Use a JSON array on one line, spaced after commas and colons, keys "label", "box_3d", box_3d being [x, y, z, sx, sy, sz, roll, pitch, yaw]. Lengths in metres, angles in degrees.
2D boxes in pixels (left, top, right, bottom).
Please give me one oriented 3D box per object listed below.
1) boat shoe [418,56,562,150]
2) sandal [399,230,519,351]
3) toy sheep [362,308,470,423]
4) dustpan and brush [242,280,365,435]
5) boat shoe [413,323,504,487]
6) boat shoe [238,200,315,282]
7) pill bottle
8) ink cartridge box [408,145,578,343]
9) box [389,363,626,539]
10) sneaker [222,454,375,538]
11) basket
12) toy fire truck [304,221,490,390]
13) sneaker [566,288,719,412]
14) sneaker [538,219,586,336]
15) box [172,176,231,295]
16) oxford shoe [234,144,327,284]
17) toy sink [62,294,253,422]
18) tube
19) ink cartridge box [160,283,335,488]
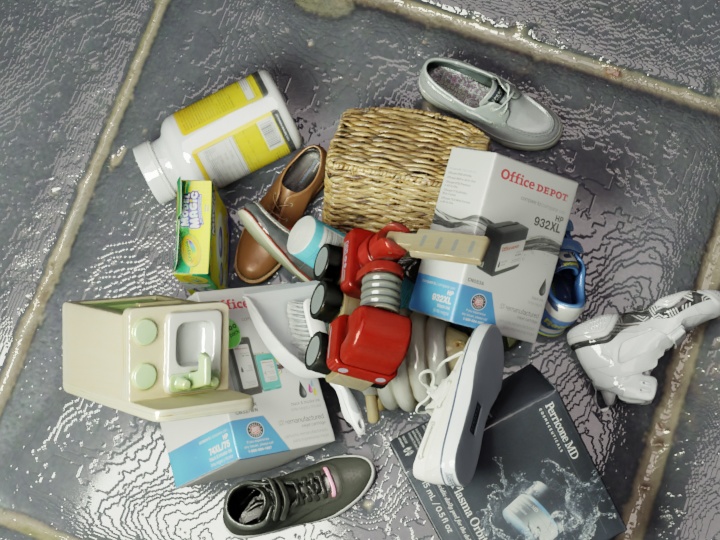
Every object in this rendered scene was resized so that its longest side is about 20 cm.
[{"label": "boat shoe", "box_3d": [0.164, -0.215, 1.722, 0.200, 0.072, 0.070, 25, 81, 9]}, {"label": "sandal", "box_3d": [0.125, 0.020, 1.678, 0.201, 0.057, 0.080, 40, 82, -6]}, {"label": "toy sheep", "box_3d": [0.050, 0.112, 1.636, 0.199, 0.138, 0.139, -6, 78, 8]}, {"label": "dustpan and brush", "box_3d": [-0.044, 0.101, 1.569, 0.057, 0.139, 0.201, -28, 76, 43]}, {"label": "boat shoe", "box_3d": [0.099, 0.147, 1.496, 0.086, 0.075, 0.203, -2, 55, 31]}, {"label": "boat shoe", "box_3d": [-0.068, -0.021, 1.671, 0.200, 0.071, 0.063, 44, 84, -18]}, {"label": "pill bottle", "box_3d": [-0.183, -0.165, 1.718, 0.199, 0.112, 0.112, -27, 77, -2]}, {"label": "ink cartridge box", "box_3d": [0.158, -0.030, 1.584, 0.145, 0.084, 0.201, 15, 90, -37]}, {"label": "box", "box_3d": [0.169, 0.250, 1.567, 0.199, 0.117, 0.197, -29, 102, -2]}, {"label": "sneaker", "box_3d": [-0.077, 0.271, 1.624, 0.199, 0.099, 0.071, -20, 75, -1]}, {"label": "basket", "box_3d": [0.057, -0.110, 1.714, 0.199, 0.149, 0.143, 10, 46, 6]}, {"label": "toy fire truck", "box_3d": [0.040, 0.026, 1.501, 0.128, 0.200, 0.177, 17, 60, -21]}, {"label": "sneaker", "box_3d": [0.361, 0.098, 1.643, 0.199, 0.075, 0.115, -17, 78, 6]}, {"label": "sneaker", "box_3d": [0.238, -0.024, 1.663, 0.074, 0.082, 0.201, -5, 76, -19]}, {"label": "box", "box_3d": [-0.194, -0.037, 1.646, 0.048, 0.200, 0.118, 0, 78, 5]}, {"label": "oxford shoe", "box_3d": [-0.104, -0.076, 1.715, 0.071, 0.071, 0.201, 27, 83, 7]}, {"label": "toy sink", "box_3d": [-0.221, 0.087, 1.474, 0.130, 0.200, 0.113, -4, 99, -40]}, {"label": "tube", "box_3d": [0.000, 0.000, 1.651, 0.200, 0.050, 0.078, 32, 90, -33]}, {"label": "ink cartridge box", "box_3d": [-0.150, 0.135, 1.607, 0.146, 0.146, 0.201, -5, 73, -41]}]
